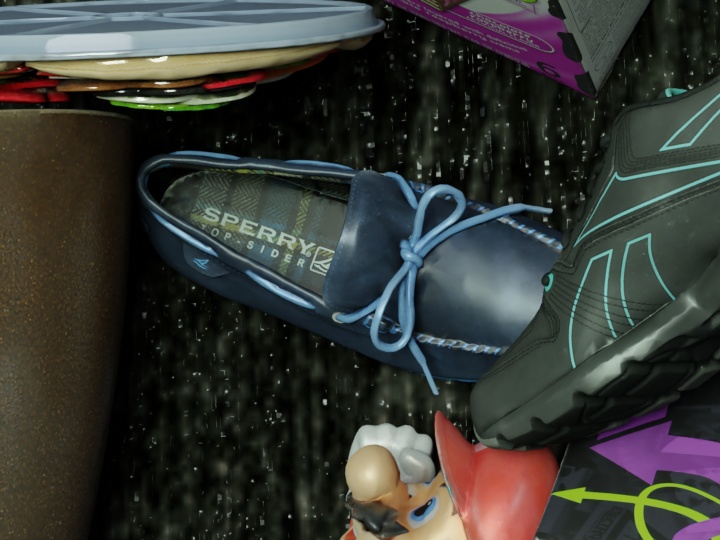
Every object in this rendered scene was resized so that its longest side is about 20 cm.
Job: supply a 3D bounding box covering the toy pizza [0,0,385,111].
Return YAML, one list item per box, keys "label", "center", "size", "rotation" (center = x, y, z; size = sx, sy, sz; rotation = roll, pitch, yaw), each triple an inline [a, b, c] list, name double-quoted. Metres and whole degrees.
- label: "toy pizza"
  center: [-0.089, -0.083, 0.921]
  size: [0.199, 0.200, 0.032]
  rotation: [1, 100, 14]

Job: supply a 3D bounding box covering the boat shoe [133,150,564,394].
- label: "boat shoe"
  center: [0.000, 0.000, 0.932]
  size: [0.199, 0.069, 0.085]
  rotation: [8, 77, 16]

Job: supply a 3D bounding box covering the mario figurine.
- label: "mario figurine"
  center: [-0.017, 0.113, 0.881]
  size: [0.200, 0.106, 0.124]
  rotation: [-35, 52, 10]

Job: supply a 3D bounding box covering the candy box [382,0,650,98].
- label: "candy box"
  center: [0.030, -0.145, 0.895]
  size: [0.136, 0.200, 0.061]
  rotation: [27, 82, 19]

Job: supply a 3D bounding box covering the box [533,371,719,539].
- label: "box"
  center: [0.171, 0.078, 0.838]
  size: [0.199, 0.143, 0.036]
  rotation: [5, 117, 14]

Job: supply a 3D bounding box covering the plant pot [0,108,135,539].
- label: "plant pot"
  center: [-0.171, 0.050, 0.916]
  size: [0.186, 0.187, 0.201]
  rotation: [-5, 88, 12]

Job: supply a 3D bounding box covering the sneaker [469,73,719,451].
- label: "sneaker"
  center: [0.106, -0.010, 0.803]
  size: [0.200, 0.075, 0.080]
  rotation: [-41, 67, 30]
